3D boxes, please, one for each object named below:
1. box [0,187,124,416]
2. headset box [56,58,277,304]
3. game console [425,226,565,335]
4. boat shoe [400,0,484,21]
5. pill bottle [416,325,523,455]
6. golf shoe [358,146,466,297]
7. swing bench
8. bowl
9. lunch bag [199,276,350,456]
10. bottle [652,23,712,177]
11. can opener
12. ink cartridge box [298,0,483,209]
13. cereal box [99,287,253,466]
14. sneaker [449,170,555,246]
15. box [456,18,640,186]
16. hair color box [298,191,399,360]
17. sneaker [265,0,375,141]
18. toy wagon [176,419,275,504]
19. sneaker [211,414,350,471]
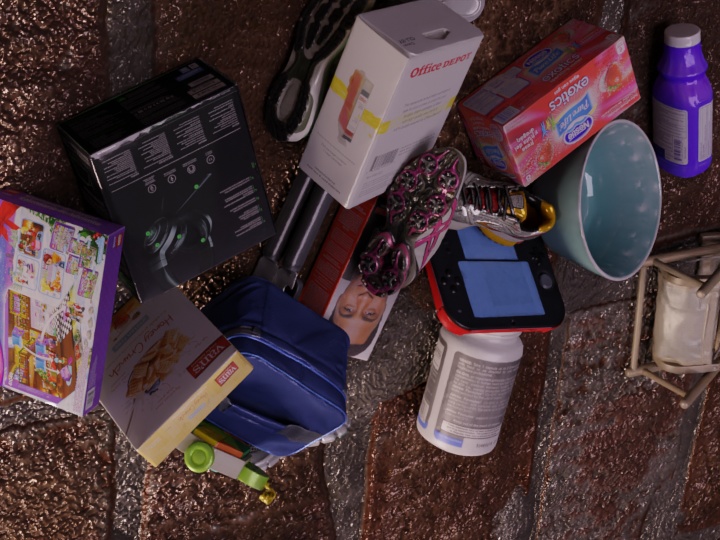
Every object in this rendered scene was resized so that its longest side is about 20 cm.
[{"bbox_3d":[-0.319,0.032,1.331,0.039,0.135,0.203,-42,147,-65],"label":"box"},{"bbox_3d":[-0.196,-0.088,1.376,0.173,0.093,0.202,-29,128,-20],"label":"headset box"},{"bbox_3d":[0.162,-0.006,1.642,0.198,0.179,0.031,1,158,-36],"label":"game console"},{"bbox_3d":[0.073,-0.319,1.462,0.198,0.065,0.074,13,106,-39],"label":"boat shoe"},{"bbox_3d":[0.149,0.129,1.723,0.112,0.114,0.203,-1,114,-35],"label":"pill bottle"},{"bbox_3d":[0.068,-0.064,1.498,0.092,0.072,0.201,-28,154,-53],"label":"golf shoe"},{"bbox_3d":[0.509,0.064,1.939,0.198,0.129,0.202,-20,123,-32],"label":"swing bench"},{"bbox_3d":[0.294,-0.092,1.691,0.199,0.104,0.204,-6,98,-47],"label":"bowl"},{"bbox_3d":[-0.110,0.114,1.478,0.199,0.134,0.135,32,128,-31],"label":"lunch bag"},{"bbox_3d":[0.430,-0.227,1.753,0.065,0.083,0.202,-24,125,-22],"label":"bottle"},{"bbox_3d":[-0.081,-0.023,1.533,0.202,0.053,0.067,-65,162,10],"label":"can opener"},{"bbox_3d":[0.033,-0.185,1.429,0.144,0.083,0.201,-26,149,-47],"label":"ink cartridge box"},{"bbox_3d":[-0.215,0.099,1.391,0.144,0.200,0.040,-45,130,-7],"label":"cereal box"},{"bbox_3d":[0.157,-0.086,1.590,0.198,0.082,0.079,13,74,-38],"label":"sneaker"},{"bbox_3d":[0.231,-0.208,1.609,0.199,0.102,0.095,-37,128,-15],"label":"box"},{"bbox_3d":[0.000,0.000,1.584,0.101,0.061,0.202,15,105,-40],"label":"hair color box"},{"bbox_3d":[-0.030,-0.229,1.445,0.088,0.077,0.202,12,112,-52],"label":"sneaker"},{"bbox_3d":[-0.175,0.192,1.463,0.040,0.198,0.155,-60,176,0],"label":"toy wagon"},{"bbox_3d":[-0.109,0.182,1.609,0.198,0.077,0.093,-22,110,-29],"label":"sneaker"}]
